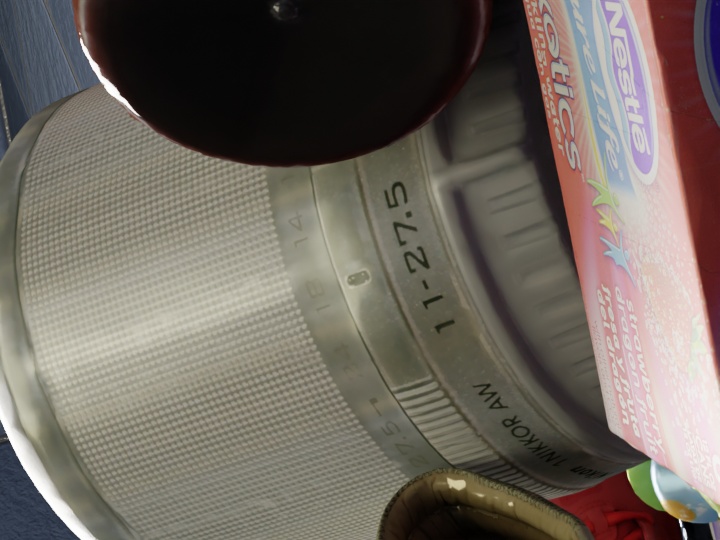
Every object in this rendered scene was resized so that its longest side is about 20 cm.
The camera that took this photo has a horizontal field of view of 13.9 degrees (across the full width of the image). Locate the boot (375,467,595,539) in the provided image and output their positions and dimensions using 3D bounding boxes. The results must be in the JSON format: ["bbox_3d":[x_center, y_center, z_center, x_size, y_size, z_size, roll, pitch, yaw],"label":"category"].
[{"bbox_3d":[0.072,0.148,0.749,0.155,0.072,0.200,63,174,-32],"label":"boot"}]

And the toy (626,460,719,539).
[{"bbox_3d":[0.120,0.074,0.869,0.200,0.047,0.115,-153,47,-76],"label":"toy"}]

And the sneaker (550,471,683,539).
[{"bbox_3d":[0.105,0.120,0.994,0.200,0.078,0.115,65,163,-11],"label":"sneaker"}]

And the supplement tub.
[{"bbox_3d":[-0.020,-0.128,0.785,0.200,0.107,0.107,-90,-3,-45],"label":"supplement tub"}]

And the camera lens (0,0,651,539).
[{"bbox_3d":[0.000,0.000,0.862,0.160,0.200,0.160,36,-136,-45],"label":"camera lens"}]

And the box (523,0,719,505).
[{"bbox_3d":[0.096,-0.059,0.671,0.095,0.102,0.200,-145,43,-74],"label":"box"}]
